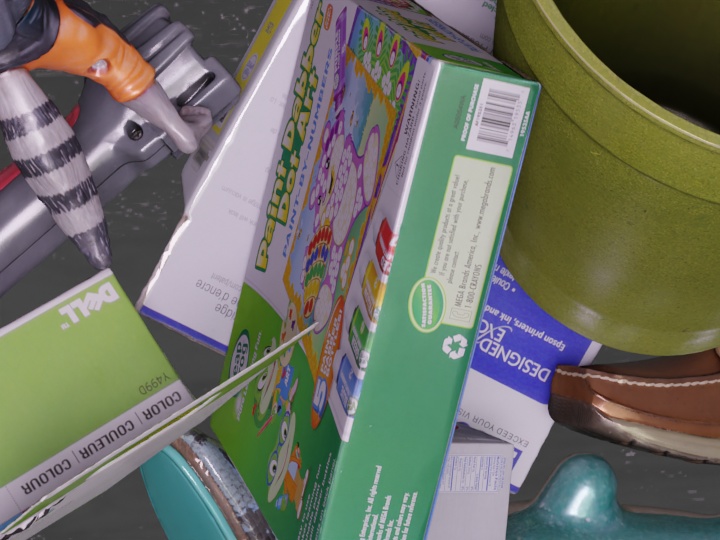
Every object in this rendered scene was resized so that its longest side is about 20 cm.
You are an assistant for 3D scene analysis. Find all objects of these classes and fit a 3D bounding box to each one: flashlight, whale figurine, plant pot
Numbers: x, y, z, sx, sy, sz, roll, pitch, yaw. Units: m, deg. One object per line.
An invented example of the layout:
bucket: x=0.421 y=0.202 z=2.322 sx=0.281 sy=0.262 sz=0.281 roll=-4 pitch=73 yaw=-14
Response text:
flashlight: x=-0.144 y=-0.028 z=1.137 sx=0.200 sy=0.068 sz=0.068 roll=-43 pitch=91 yaw=-4
whale figurine: x=0.122 y=0.157 z=1.225 sx=0.200 sy=0.104 sz=0.159 roll=-18 pitch=108 yaw=-5
plant pot: x=0.130 y=-0.068 z=1.062 sx=0.200 sy=0.201 sz=0.193 roll=0 pitch=148 yaw=-13

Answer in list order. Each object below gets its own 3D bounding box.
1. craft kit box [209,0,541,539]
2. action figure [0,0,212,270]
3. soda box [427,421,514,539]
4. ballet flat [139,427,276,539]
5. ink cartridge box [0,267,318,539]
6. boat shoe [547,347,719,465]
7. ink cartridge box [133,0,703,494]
craft kit box: x=0.000 y=0.000 z=1.062 sx=0.048 sy=0.198 sz=0.200 roll=11 pitch=101 yaw=-13
action figure: x=-0.112 y=-0.106 z=1.026 sx=0.200 sy=0.105 sz=0.194 roll=-17 pitch=130 yaw=6
soda box: x=0.014 y=0.162 z=1.161 sx=0.063 sy=0.068 sz=0.200 roll=2 pitch=96 yaw=-27
ballet flat: x=-0.034 y=0.139 z=1.214 sx=0.074 sy=0.074 sz=0.200 roll=-23 pitch=111 yaw=-6
ink cartridge box: x=-0.127 y=0.057 z=1.062 sx=0.148 sy=0.200 sz=0.076 roll=-31 pitch=86 yaw=-38
boat shoe: x=0.172 y=0.047 z=1.222 sx=0.200 sy=0.076 sz=0.074 roll=5 pitch=93 yaw=-32
ink cartridge box: x=0.030 y=-0.034 z=1.187 sx=0.197 sy=0.047 sz=0.200 roll=27 pitch=99 yaw=-20
